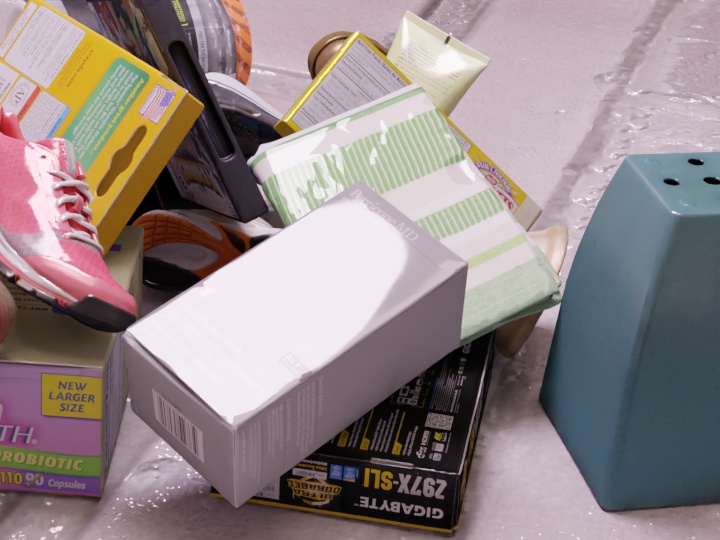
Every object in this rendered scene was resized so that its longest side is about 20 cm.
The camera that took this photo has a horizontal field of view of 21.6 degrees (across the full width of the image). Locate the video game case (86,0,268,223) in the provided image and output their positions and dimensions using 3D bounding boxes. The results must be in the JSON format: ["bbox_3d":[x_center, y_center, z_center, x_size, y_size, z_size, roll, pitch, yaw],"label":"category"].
[{"bbox_3d":[-0.138,-0.128,1.374,0.025,0.181,0.200,-28,15,-12],"label":"video game case"}]

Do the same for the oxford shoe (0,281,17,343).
[{"bbox_3d":[-0.267,-0.010,1.170,0.200,0.071,0.075,29,29,35],"label":"oxford shoe"}]

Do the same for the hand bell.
[{"bbox_3d":[0.037,-0.024,1.346,0.200,0.104,0.104,24,27,-7],"label":"hand bell"}]

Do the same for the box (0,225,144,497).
[{"bbox_3d":[-0.241,0.049,1.238,0.175,0.097,0.200,4,27,-1],"label":"box"}]

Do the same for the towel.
[{"bbox_3d":[0.029,-0.031,1.299,0.152,0.023,0.200,-23,64,-22],"label":"towel"}]

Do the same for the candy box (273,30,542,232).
[{"bbox_3d":[0.038,-0.075,1.407,0.200,0.026,0.102,43,60,-11],"label":"candy box"}]

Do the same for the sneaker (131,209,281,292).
[{"bbox_3d":[-0.069,-0.011,1.410,0.199,0.076,0.092,18,20,14],"label":"sneaker"}]

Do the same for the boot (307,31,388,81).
[{"bbox_3d":[0.048,-0.102,1.529,0.175,0.066,0.200,38,11,-30],"label":"boot"}]

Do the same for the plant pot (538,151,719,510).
[{"bbox_3d":[0.213,0.030,1.235,0.141,0.201,0.141,-3,28,-13],"label":"plant pot"}]

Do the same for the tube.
[{"bbox_3d":[0.019,-0.096,1.456,0.058,0.200,0.052,28,3,-32],"label":"tube"}]

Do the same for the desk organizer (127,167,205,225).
[{"bbox_3d":[-0.195,-0.060,1.482,0.200,0.072,0.077,-22,40,-40],"label":"desk organizer"}]

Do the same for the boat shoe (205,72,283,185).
[{"bbox_3d":[-0.058,-0.087,1.501,0.200,0.070,0.066,34,28,-10],"label":"boat shoe"}]

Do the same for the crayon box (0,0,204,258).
[{"bbox_3d":[-0.192,-0.094,1.281,0.200,0.126,0.052,33,-1,43],"label":"crayon box"}]

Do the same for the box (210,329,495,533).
[{"bbox_3d":[0.001,0.089,1.252,0.159,0.049,0.200,6,28,8],"label":"box"}]

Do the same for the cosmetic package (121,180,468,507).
[{"bbox_3d":[-0.037,0.042,1.167,0.107,0.090,0.200,37,58,27],"label":"cosmetic package"}]

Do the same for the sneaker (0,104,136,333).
[{"bbox_3d":[-0.199,-0.039,1.172,0.200,0.087,0.074,38,0,31],"label":"sneaker"}]

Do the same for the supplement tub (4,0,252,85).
[{"bbox_3d":[-0.205,-0.194,1.679,0.199,0.123,0.123,-10,31,-25],"label":"supplement tub"}]
